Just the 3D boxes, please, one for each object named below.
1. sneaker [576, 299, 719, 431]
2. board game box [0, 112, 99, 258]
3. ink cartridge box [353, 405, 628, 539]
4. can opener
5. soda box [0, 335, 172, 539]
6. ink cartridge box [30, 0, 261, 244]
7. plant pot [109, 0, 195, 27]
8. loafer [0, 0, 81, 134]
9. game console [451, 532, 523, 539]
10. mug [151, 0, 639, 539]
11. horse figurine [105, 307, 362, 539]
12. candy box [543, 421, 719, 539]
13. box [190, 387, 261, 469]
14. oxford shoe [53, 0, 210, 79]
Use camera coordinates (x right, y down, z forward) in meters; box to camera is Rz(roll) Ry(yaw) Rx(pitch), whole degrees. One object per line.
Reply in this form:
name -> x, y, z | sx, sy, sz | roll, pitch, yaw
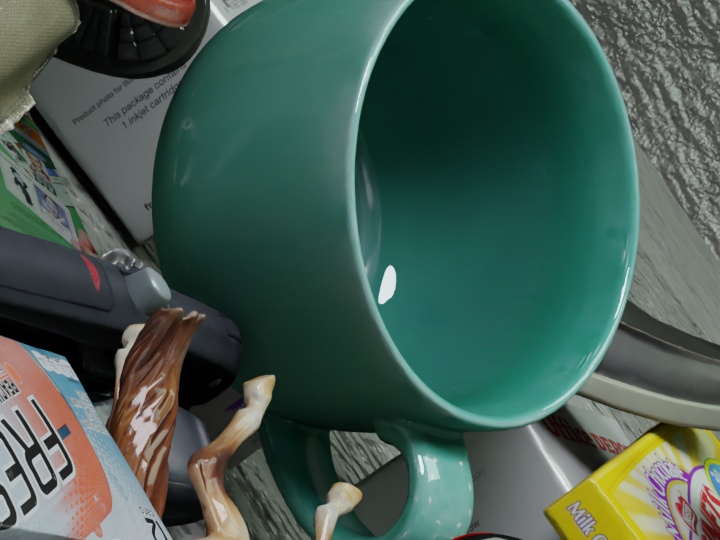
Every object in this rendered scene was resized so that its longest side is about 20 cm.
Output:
sneaker -> 0.074, -0.016, 1.033 | 0.200, 0.106, 0.075 | 23, 4, -3
board game box -> -0.160, -0.066, 0.846 | 0.200, 0.029, 0.135 | 37, 19, -54
ink cartridge box -> 0.096, 0.151, 1.056 | 0.200, 0.084, 0.146 | 58, 14, 20
can opener -> -0.092, 0.017, 0.789 | 0.079, 0.063, 0.200 | 52, 9, 30
soda box -> -0.115, 0.048, 0.591 | 0.064, 0.068, 0.200 | 57, 11, 18
ink cartridge box -> -0.103, -0.123, 1.094 | 0.200, 0.084, 0.146 | 53, 12, -3
plant pot -> -0.066, -0.207, 0.775 | 0.201, 0.195, 0.201 | 39, 10, -8
loafer -> -0.119, -0.063, 0.728 | 0.075, 0.070, 0.200 | 34, 12, -8
game console -> 0.025, 0.167, 0.677 | 0.200, 0.031, 0.177 | -23, 73, -45
mug -> -0.003, -0.011, 0.908 | 0.152, 0.114, 0.185 | 55, 51, -31
horse figurine -> -0.032, 0.099, 0.779 | 0.200, 0.050, 0.133 | 57, 29, -43
candy box -> 0.124, 0.106, 0.995 | 0.102, 0.026, 0.200 | 52, 16, 6
box -> -0.042, 0.015, 1.052 | 0.039, 0.041, 0.200 | 49, 13, -14
oxford shoe -> -0.117, -0.120, 0.958 | 0.200, 0.073, 0.084 | 37, -4, 31
